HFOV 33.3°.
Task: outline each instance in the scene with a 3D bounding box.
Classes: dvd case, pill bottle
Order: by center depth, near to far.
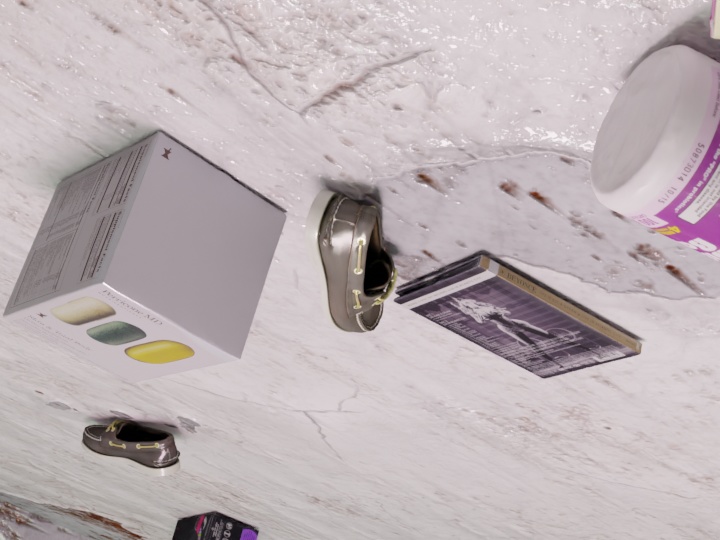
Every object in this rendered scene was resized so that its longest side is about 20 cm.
[{"bbox_3d":[0.257,-0.054,0.771,0.198,0.113,0.112,23,155,-13],"label":"pill bottle"},{"bbox_3d":[0.150,0.049,1.168,0.199,0.016,0.148,27,154,-23],"label":"dvd case"}]

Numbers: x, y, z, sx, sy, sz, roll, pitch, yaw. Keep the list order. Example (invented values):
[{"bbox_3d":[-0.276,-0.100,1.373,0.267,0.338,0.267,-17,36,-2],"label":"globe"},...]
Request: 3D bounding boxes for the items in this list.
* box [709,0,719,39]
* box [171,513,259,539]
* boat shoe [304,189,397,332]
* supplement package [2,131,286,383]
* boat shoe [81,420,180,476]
[{"bbox_3d":[0.261,-0.185,0.518,0.198,0.098,0.176,9,154,18],"label":"box"},{"bbox_3d":[-0.300,0.559,2.375,0.105,0.123,0.199,26,153,-22],"label":"box"},{"bbox_3d":[-0.001,0.003,1.097,0.060,0.073,0.202,13,152,18],"label":"boat shoe"},{"bbox_3d":[-0.200,-0.003,1.112,0.151,0.152,0.199,33,151,-31],"label":"supplement package"},{"bbox_3d":[-0.361,0.265,1.883,0.199,0.061,0.071,10,-160,34],"label":"boat shoe"}]
